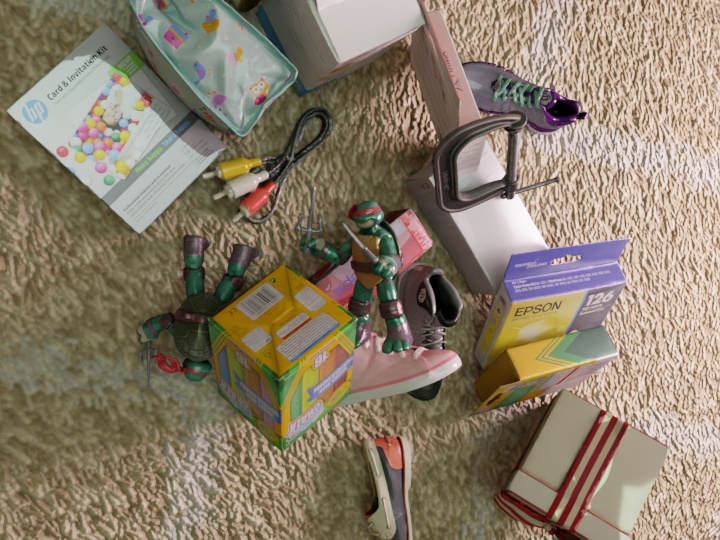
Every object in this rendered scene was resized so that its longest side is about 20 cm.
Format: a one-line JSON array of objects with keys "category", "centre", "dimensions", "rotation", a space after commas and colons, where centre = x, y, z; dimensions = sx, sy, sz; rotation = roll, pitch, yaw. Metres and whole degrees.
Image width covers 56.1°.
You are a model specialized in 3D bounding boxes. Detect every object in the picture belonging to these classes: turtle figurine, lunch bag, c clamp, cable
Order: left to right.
[{"category": "lunch bag", "centre": [-0.184, -0.258, 0.781], "dimensions": [0.200, 0.170, 0.122], "rotation": [42, 88, -17]}, {"category": "turtle figurine", "centre": [-0.191, 0.062, 0.835], "dimensions": [0.149, 0.101, 0.201], "rotation": [14, 82, -20]}, {"category": "cable", "centre": [-0.103, -0.133, 0.881], "dimensions": [0.200, 0.050, 0.097], "rotation": [-36, 107, -15]}, {"category": "turtle figurine", "centre": [0.007, -0.006, 0.808], "dimensions": [0.100, 0.149, 0.201], "rotation": [-18, 106, -34]}, {"category": "c clamp", "centre": [0.168, -0.136, 0.849], "dimensions": [0.170, 0.200, 0.027], "rotation": [-24, 62, 5]}]

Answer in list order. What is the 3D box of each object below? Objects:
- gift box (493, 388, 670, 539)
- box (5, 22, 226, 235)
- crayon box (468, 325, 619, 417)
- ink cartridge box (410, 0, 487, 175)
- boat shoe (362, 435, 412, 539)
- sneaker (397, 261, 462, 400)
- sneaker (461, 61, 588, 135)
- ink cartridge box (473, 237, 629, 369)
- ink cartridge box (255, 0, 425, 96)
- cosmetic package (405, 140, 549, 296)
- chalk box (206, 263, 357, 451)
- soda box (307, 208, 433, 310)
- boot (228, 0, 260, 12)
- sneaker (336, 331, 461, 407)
[{"category": "gift box", "centre": [0.314, 0.304, 0.970], "dimensions": [0.184, 0.200, 0.187], "rotation": [28, 77, 21]}, {"category": "box", "centre": [-0.288, -0.167, 0.817], "dimensions": [0.200, 0.041, 0.156], "rotation": [46, 77, -15]}, {"category": "crayon box", "centre": [0.254, 0.146, 0.981], "dimensions": [0.199, 0.126, 0.052], "rotation": [-11, 63, -20]}, {"category": "ink cartridge box", "centre": [0.109, -0.246, 0.852], "dimensions": [0.045, 0.176, 0.201], "rotation": [-15, 70, -2]}, {"category": "boat shoe", "centre": [0.036, 0.331, 0.941], "dimensions": [0.062, 0.071, 0.201], "rotation": [-1, 91, -14]}, {"category": "sneaker", "centre": [0.096, 0.089, 0.928], "dimensions": [0.075, 0.115, 0.201], "rotation": [-7, 94, -20]}, {"category": "sneaker", "centre": [0.232, -0.259, 0.980], "dimensions": [0.199, 0.087, 0.075], "rotation": [14, 87, -20]}, {"category": "ink cartridge box", "centre": [0.279, 0.050, 0.972], "dimensions": [0.197, 0.047, 0.200], "rotation": [-8, 139, -19]}, {"category": "ink cartridge box", "centre": [-0.026, -0.313, 0.822], "dimensions": [0.128, 0.200, 0.126], "rotation": [-30, 102, -16]}, {"category": "cosmetic package", "centre": [0.169, -0.075, 0.969], "dimensions": [0.113, 0.081, 0.200], "rotation": [-35, 104, -15]}, {"category": "chalk box", "centre": [-0.092, 0.120, 0.819], "dimensions": [0.124, 0.124, 0.201], "rotation": [-38, 149, -32]}, {"category": "soda box", "centre": [0.000, 0.000, 0.913], "dimensions": [0.200, 0.070, 0.064], "rotation": [-39, 102, -14]}, {"category": "boot", "centre": [-0.159, -0.411, 0.812], "dimensions": [0.154, 0.072, 0.201], "rotation": [32, 52, -17]}, {"category": "sneaker", "centre": [0.026, 0.110, 0.892], "dimensions": [0.199, 0.075, 0.105], "rotation": [-16, 89, 18]}]
